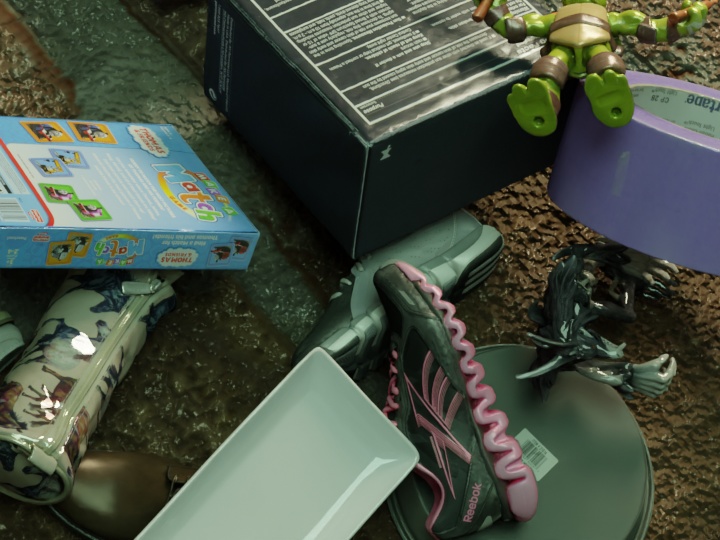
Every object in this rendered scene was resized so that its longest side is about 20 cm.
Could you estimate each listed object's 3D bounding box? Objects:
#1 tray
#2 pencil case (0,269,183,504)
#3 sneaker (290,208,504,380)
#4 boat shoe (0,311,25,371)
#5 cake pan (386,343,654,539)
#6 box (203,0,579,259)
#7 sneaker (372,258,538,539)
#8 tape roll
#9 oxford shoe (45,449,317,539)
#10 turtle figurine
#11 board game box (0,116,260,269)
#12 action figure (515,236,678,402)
[{"bbox_3d":[-0.061,0.157,1.484,0.107,0.022,0.200,46,73,-9],"label":"tray"},{"bbox_3d":[-0.194,0.069,1.525,0.078,0.089,0.201,39,48,-15],"label":"pencil case"},{"bbox_3d":[0.000,0.000,1.630,0.199,0.075,0.116,-34,70,-32],"label":"sneaker"},{"bbox_3d":[-0.295,0.114,1.526,0.068,0.075,0.200,45,75,7],"label":"boat shoe"},{"bbox_3d":[0.116,0.139,1.600,0.198,0.037,0.202,4,65,-8],"label":"cake pan"},{"bbox_3d":[0.021,-0.142,1.626,0.199,0.124,0.199,-25,54,-26],"label":"box"},{"bbox_3d":[0.044,0.092,1.539,0.095,0.079,0.201,-25,86,-3],"label":"sneaker"},{"bbox_3d":[0.236,-0.068,1.581,0.198,0.200,0.086,16,107,-3],"label":"tape roll"},{"bbox_3d":[-0.118,0.156,1.527,0.198,0.085,0.073,13,66,-2],"label":"oxford shoe"},{"bbox_3d":[0.139,-0.152,1.529,0.198,0.065,0.162,6,38,7],"label":"turtle figurine"},{"bbox_3d":[-0.189,-0.055,1.559,0.199,0.037,0.151,0,33,-34],"label":"board game box"},{"bbox_3d":[0.178,0.023,1.585,0.101,0.120,0.200,14,31,18],"label":"action figure"}]
